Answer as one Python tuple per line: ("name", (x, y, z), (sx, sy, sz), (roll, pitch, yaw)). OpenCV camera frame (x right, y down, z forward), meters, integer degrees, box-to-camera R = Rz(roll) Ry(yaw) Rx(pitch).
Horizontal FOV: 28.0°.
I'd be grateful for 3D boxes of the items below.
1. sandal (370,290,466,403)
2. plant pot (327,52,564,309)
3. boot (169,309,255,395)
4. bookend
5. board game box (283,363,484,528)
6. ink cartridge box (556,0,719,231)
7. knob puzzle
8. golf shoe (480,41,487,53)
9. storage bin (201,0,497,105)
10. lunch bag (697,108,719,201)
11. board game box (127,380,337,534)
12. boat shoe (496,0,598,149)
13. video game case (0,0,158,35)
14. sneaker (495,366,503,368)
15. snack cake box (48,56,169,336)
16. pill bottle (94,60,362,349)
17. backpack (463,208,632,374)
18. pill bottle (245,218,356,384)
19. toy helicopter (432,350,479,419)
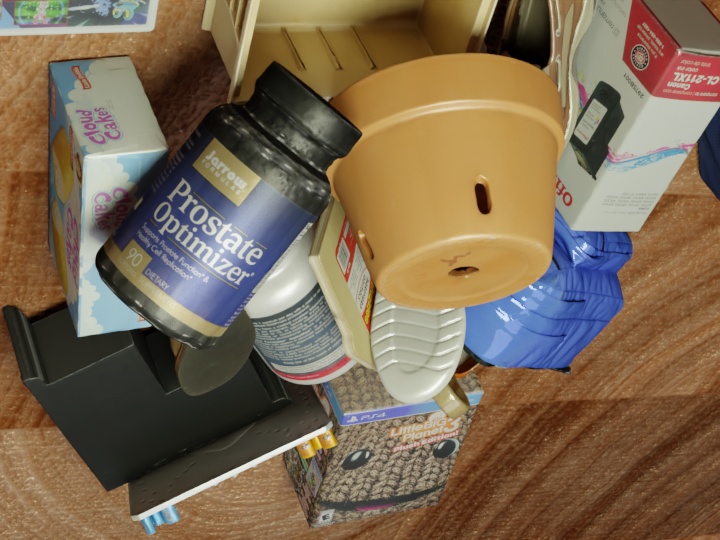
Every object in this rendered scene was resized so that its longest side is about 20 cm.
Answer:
("sandal", (0.051, 0.016, 1.252), (0.082, 0.203, 0.050), (-5, 166, 12))
("plant pot", (0.070, -0.058, 1.135), (0.200, 0.140, 0.200), (-7, 157, -3))
("boot", (-0.139, 0.032, 1.225), (0.074, 0.075, 0.200), (-27, 148, -20))
("bookend", (-0.193, 0.082, 1.337), (0.199, 0.092, 0.200), (-26, 140, -2))
("board game box", (0.020, 0.168, 1.544), (0.159, 0.097, 0.200), (-7, 138, -22))
("ink cartridge box", (0.223, -0.152, 1.253), (0.083, 0.146, 0.200), (-1, 135, -31))
("knob puzzle", (0.000, 0.000, 1.273), (0.030, 0.220, 0.220), (-7, 146, 20))
("golf shoe", (0.087, -0.142, 1.269), (0.097, 0.078, 0.200), (-26, 150, -31))
("storage bin", (0.000, -0.232, 1.084), (0.200, 0.094, 0.199), (-5, 138, -23))
("lunch bag", (0.419, -0.111, 1.418), (0.136, 0.132, 0.200), (-24, 141, -1))
("board game box", (-0.129, 0.171, 1.399), (0.200, 0.200, 0.026), (-25, 105, -5))
("boat shoe", (0.142, -0.169, 1.216), (0.072, 0.076, 0.200), (-19, 124, -45))
("video game case", (-0.230, -0.243, 1.005), (0.200, 0.023, 0.182), (-6, 137, -24))
("sneaker", (0.155, 0.073, 1.515), (0.200, 0.092, 0.076), (23, 122, -43))
("snack cake box", (-0.205, -0.056, 1.154), (0.067, 0.115, 0.200), (-8, 138, -20))
("pill bottle", (-0.093, -0.050, 1.060), (0.200, 0.112, 0.112), (-51, 137, 6))
("backpack", (0.143, -0.006, 1.339), (0.200, 0.163, 0.168), (-2, 130, -55))
("pill bottle", (-0.072, 0.006, 1.294), (0.120, 0.120, 0.200), (-28, 142, 4))
("toy helicopter", (0.070, 0.079, 1.388), (0.079, 0.200, 0.132), (-35, 123, 11))
